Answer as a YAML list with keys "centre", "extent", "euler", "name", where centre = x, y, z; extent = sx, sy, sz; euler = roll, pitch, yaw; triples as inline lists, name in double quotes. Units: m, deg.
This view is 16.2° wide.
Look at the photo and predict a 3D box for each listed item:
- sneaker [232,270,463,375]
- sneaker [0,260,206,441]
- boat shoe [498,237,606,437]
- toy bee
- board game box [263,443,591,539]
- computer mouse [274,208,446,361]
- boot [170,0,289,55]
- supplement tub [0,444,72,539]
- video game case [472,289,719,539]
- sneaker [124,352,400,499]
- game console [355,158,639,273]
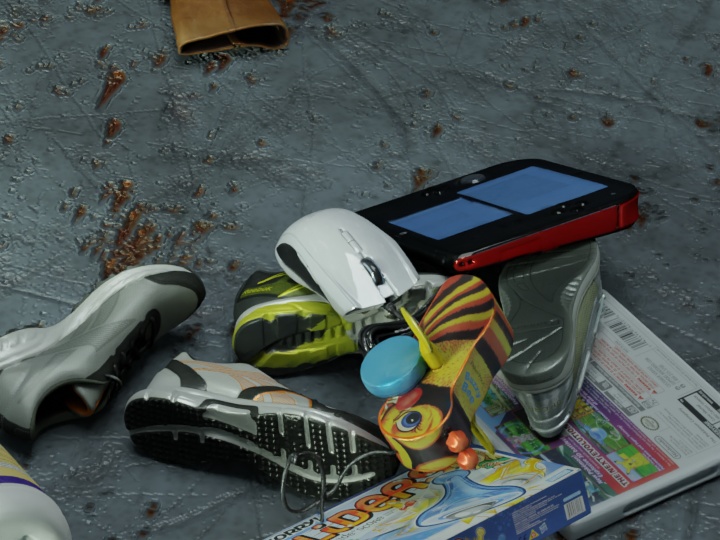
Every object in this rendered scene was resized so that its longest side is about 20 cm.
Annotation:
- centre: [-0.002, 0.020, 1.899]
  extent: [0.199, 0.075, 0.085]
  euler: [-5, 38, -11]
  name: "sneaker"
- centre: [-0.190, 0.063, 1.840]
  extent: [0.200, 0.074, 0.079]
  euler: [-31, 59, -29]
  name: "sneaker"
- centre: [0.142, 0.040, 1.868]
  extent: [0.074, 0.065, 0.202]
  euler: [-9, 30, 14]
  name: "boat shoe"
- centre: [0.053, 0.096, 1.702]
  extent: [0.108, 0.131, 0.201]
  euler: [15, 78, 44]
  name: "toy bee"
- centre: [0.036, 0.175, 1.690]
  extent: [0.199, 0.035, 0.135]
  euler: [-24, 17, -31]
  name: "board game box"
- centre: [0.000, 0.000, 1.835]
  extent: [0.109, 0.044, 0.200]
  euler: [-26, 38, -23]
  name: "computer mouse"
- centre: [-0.176, -0.252, 2.266]
  extent: [0.187, 0.069, 0.201]
  euler: [-2, 45, -20]
  name: "boot"
- centre: [-0.294, 0.153, 1.644]
  extent: [0.145, 0.146, 0.200]
  euler: [-22, 45, -30]
  name: "supplement tub"
- centre: [0.165, 0.101, 1.853]
  extent: [0.181, 0.023, 0.200]
  euler: [-20, 45, -28]
  name: "video game case"
- centre: [-0.063, 0.101, 1.791]
  extent: [0.199, 0.074, 0.080]
  euler: [14, 37, 13]
  name: "sneaker"
- centre: [0.103, -0.045, 1.966]
  extent: [0.176, 0.031, 0.200]
  euler: [-14, 15, -23]
  name: "game console"
